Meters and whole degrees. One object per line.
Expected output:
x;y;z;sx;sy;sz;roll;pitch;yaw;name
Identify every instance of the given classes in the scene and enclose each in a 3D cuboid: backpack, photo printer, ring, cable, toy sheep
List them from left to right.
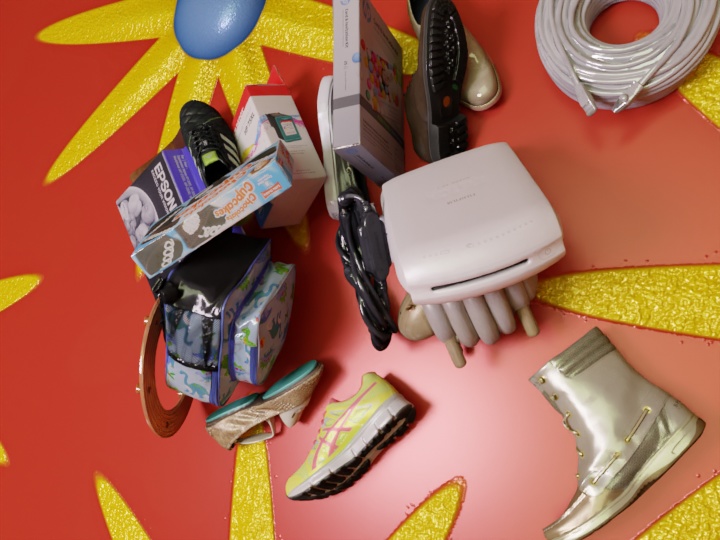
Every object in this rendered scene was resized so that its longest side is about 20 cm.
-0.258;0.122;0.847;0.019;0.200;0.203;2;81;5;ring
-0.171;0.070;0.810;0.146;0.184;0.201;19;125;3;backpack
0.000;0.000;0.764;0.050;0.163;0.202;-15;98;-12;cable
0.108;-0.048;0.646;0.165;0.070;0.201;-18;33;7;photo printer
0.133;0.024;0.711;0.199;0.138;0.139;-25;70;7;toy sheep
0.302;-0.286;0.715;0.199;0.069;0.201;-34;67;16;cable

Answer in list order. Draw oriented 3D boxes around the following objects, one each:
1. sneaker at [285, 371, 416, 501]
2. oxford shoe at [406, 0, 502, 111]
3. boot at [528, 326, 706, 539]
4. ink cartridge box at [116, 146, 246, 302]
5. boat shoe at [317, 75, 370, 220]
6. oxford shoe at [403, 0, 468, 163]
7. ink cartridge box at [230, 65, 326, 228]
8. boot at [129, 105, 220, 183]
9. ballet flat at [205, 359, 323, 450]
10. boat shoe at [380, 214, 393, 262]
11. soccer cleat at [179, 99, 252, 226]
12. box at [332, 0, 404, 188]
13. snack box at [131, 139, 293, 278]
-0.024;0.209;0.788;0.200;0.078;0.090;-43;57;7;sneaker
0.111;-0.290;0.807;0.071;0.074;0.201;-37;67;15;oxford shoe
0.231;0.176;0.662;0.200;0.072;0.155;-46;65;6;boot
-0.269;-0.070;0.932;0.199;0.043;0.200;-34;75;32;ink cartridge box
-0.016;-0.171;0.853;0.066;0.070;0.202;-6;78;17;boat shoe
0.083;-0.231;0.776;0.084;0.072;0.202;24;121;48;oxford shoe
-0.128;-0.175;0.880;0.116;0.067;0.201;-51;57;50;ink cartridge box
-0.272;-0.128;0.974;0.199;0.068;0.189;-35;76;22;boot
-0.119;0.188;0.848;0.199;0.071;0.066;-29;96;22;ballet flat
0.108;-0.080;0.782;0.199;0.074;0.067;-29;97;18;boat shoe
-0.199;-0.156;0.858;0.067;0.081;0.201;-25;78;-2;soccer cleat
0.013;-0.225;0.798;0.041;0.156;0.202;-6;77;22;box
-0.169;-0.076;0.742;0.199;0.116;0.037;-32;112;8;snack box
